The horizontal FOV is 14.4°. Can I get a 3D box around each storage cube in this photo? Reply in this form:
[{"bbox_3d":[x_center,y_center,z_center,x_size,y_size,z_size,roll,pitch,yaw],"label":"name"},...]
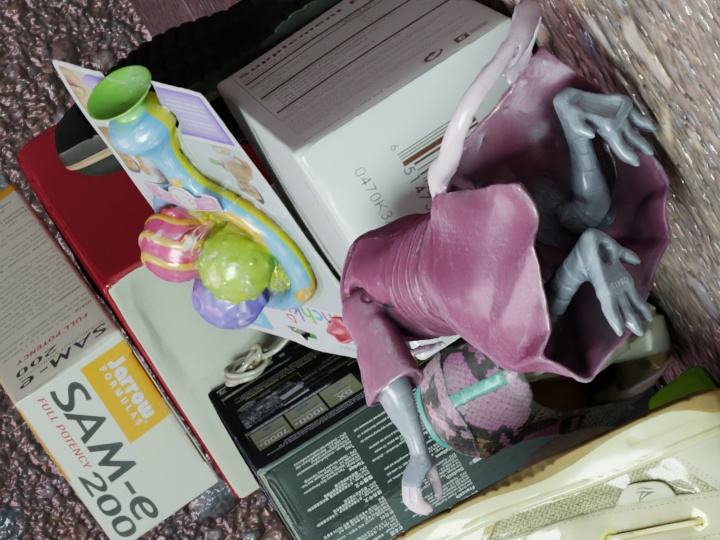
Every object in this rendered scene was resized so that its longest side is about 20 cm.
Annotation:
[{"bbox_3d":[-0.067,-0.013,1.634,0.200,0.171,0.180,61,174,-34],"label":"storage cube"}]

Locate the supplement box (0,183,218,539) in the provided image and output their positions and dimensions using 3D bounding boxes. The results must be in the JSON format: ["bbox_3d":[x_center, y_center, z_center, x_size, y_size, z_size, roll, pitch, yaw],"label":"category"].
[{"bbox_3d":[-0.171,0.052,1.643,0.126,0.074,0.200,59,173,-35],"label":"supplement box"}]

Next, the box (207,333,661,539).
[{"bbox_3d":[0.036,0.067,1.502,0.086,0.200,0.164,60,175,-16],"label":"box"}]

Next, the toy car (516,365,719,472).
[{"bbox_3d":[0.149,0.163,1.322,0.158,0.164,0.200,56,-173,28],"label":"toy car"}]

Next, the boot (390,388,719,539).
[{"bbox_3d":[0.096,0.157,1.189,0.156,0.200,0.073,64,-165,7],"label":"boot"}]

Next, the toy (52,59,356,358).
[{"bbox_3d":[-0.078,-0.016,1.411,0.115,0.047,0.200,15,146,44],"label":"toy"}]

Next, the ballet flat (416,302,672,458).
[{"bbox_3d":[0.101,0.041,1.322,0.200,0.071,0.069,-15,-97,-58],"label":"ballet flat"}]

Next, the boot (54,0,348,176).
[{"bbox_3d":[-0.044,-0.069,1.481,0.138,0.200,0.077,57,-169,-31],"label":"boot"}]

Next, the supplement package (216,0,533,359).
[{"bbox_3d":[0.024,-0.056,1.344,0.117,0.117,0.200,57,176,-17],"label":"supplement package"}]

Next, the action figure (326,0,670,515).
[{"bbox_3d":[0.035,0.001,1.160,0.149,0.134,0.200,47,147,-17],"label":"action figure"}]

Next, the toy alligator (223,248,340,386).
[{"bbox_3d":[0.000,0.000,1.505,0.054,0.200,0.059,58,-161,-19],"label":"toy alligator"}]
